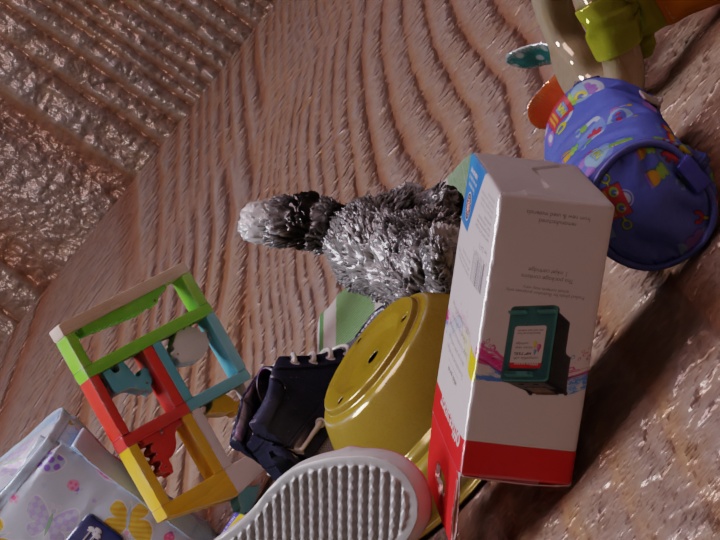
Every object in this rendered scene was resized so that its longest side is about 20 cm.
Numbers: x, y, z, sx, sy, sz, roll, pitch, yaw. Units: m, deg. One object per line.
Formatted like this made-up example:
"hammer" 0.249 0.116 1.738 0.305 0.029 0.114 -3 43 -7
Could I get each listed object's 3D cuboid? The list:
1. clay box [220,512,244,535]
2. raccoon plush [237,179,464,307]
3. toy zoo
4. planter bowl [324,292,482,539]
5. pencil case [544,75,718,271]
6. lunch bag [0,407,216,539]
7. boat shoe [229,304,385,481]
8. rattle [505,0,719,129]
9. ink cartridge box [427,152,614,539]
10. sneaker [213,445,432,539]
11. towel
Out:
"clay box" -0.075 0.228 1.515 0.115 0.048 0.200 -56 12 -11
"raccoon plush" 0.000 0.000 1.611 0.199 0.097 0.134 -5 14 12
"toy zoo" -0.139 0.106 1.762 0.131 0.201 0.020 -27 -5 -36
"planter bowl" 0.035 0.076 1.450 0.201 0.083 0.201 -49 13 15
"pencil case" 0.163 -0.063 1.382 0.087 0.078 0.200 -42 14 9
"lunch bag" -0.224 0.211 1.807 0.200 0.169 0.127 -37 18 47
"boat shoe" -0.024 0.077 1.631 0.075 0.093 0.201 -41 18 41
"rattle" 0.189 -0.181 1.633 0.143 0.130 0.200 -45 -16 -14
"ink cartridge box" 0.087 0.045 1.279 0.116 0.067 0.201 -109 26 -75
"sneaker" -0.011 0.147 1.358 0.104 0.076 0.200 -23 -9 -48
"towel" 0.034 0.005 1.784 0.200 0.023 0.153 -48 14 17
